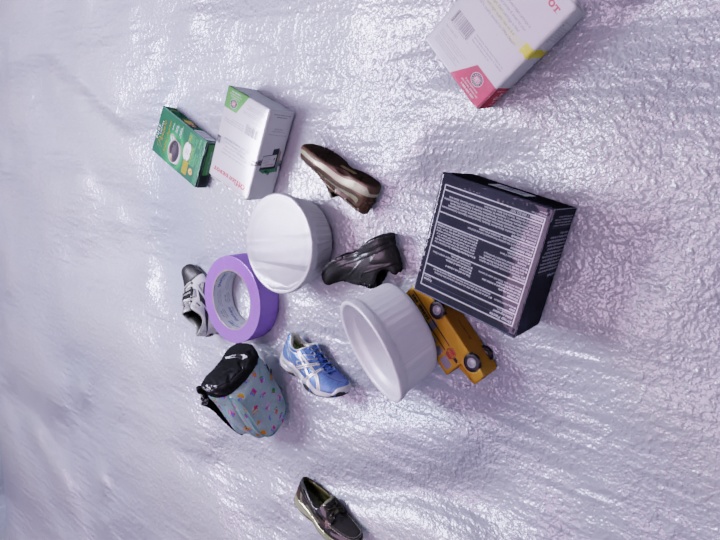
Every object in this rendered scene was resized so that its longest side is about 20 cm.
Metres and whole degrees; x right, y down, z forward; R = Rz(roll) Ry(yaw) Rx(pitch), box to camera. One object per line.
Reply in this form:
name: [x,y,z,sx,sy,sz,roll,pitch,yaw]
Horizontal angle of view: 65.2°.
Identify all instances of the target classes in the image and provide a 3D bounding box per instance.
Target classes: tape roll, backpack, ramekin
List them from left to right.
tape roll: [-0.285,0.065,1.340,0.195,0.065,0.208,6,100,35]
backpack: [-0.259,0.291,1.289,0.124,0.167,0.204,2,127,39]
ramekin: [-0.146,-0.060,1.198,0.197,0.093,0.211,6,100,35]
ramekin: [0.053,0.125,1.026,0.202,0.096,0.203,52,159,28]

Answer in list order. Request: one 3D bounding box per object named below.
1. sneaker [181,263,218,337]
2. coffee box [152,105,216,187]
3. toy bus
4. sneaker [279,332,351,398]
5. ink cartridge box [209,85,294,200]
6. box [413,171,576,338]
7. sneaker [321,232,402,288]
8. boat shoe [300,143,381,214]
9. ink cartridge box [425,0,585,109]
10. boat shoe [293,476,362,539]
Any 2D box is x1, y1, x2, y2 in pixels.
sneaker: [-0.422,0.075,1.431,0.074,0.087,0.204,-41,72,34]
coffee box: [-0.442,-0.312,1.413,0.198,0.043,0.126,37,116,27]
toy bus: [0.157,0.112,1.014,0.078,0.064,0.203,-43,72,33]
sneaker: [-0.101,0.205,1.215,0.196,0.075,0.080,25,116,30]
ink cartridge box: [-0.243,-0.279,1.244,0.144,0.083,0.205,33,116,28]
box: [0.213,-0.034,0.914,0.196,0.122,0.205,25,110,33]
sneaker: [0.000,0.000,1.114,0.197,0.075,0.093,-25,90,39]
boat shoe: [-0.052,-0.180,1.124,0.200,0.074,0.077,37,123,26]
ink cartridge box: [0.222,-0.378,0.872,0.199,0.083,0.147,-41,81,33]
boat shoe: [-0.073,0.533,1.247,0.197,0.071,0.068,25,116,36]
